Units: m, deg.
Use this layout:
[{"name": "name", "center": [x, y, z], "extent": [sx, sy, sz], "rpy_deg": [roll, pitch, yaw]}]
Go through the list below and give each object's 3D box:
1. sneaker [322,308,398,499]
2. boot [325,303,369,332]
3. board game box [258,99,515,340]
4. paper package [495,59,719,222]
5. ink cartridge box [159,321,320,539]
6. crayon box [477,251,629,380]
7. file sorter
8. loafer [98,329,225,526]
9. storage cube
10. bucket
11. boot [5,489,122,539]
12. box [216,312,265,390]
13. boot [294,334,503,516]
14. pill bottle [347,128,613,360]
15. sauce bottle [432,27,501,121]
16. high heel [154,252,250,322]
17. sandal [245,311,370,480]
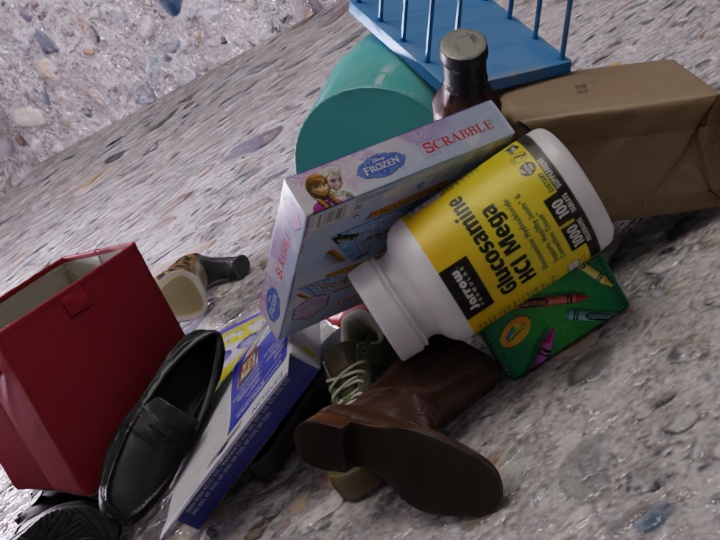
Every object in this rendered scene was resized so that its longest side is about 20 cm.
[{"name": "sneaker", "center": [-0.006, 0.106, 1.254], "extent": [0.067, 0.090, 0.201], "rpy_deg": [-25, 20, 22]}, {"name": "boot", "center": [0.000, 0.000, 1.438], "extent": [0.072, 0.145, 0.200], "rpy_deg": [-43, 18, -25]}, {"name": "board game box", "center": [0.017, -0.040, 1.227], "extent": [0.199, 0.041, 0.200], "rpy_deg": [-22, -25, -23]}, {"name": "paper package", "center": [0.224, -0.120, 1.330], "extent": [0.189, 0.104, 0.200], "rpy_deg": [-9, 16, 3]}, {"name": "ink cartridge box", "center": [-0.104, 0.135, 1.321], "extent": [0.198, 0.047, 0.200], "rpy_deg": [-53, 15, 16]}, {"name": "crayon box", "center": [0.146, 0.013, 1.286], "extent": [0.118, 0.058, 0.200], "rpy_deg": [-33, 18, 1]}, {"name": "file sorter", "center": [0.097, -0.273, 1.393], "extent": [0.138, 0.123, 0.200], "rpy_deg": [-15, 40, -25]}, {"name": "loafer", "center": [-0.183, 0.141, 1.349], "extent": [0.202, 0.068, 0.070], "rpy_deg": [-64, 9, -26]}, {"name": "storage cube", "center": [-0.281, 0.097, 1.437], "extent": [0.200, 0.181, 0.170], "rpy_deg": [-36, 17, -34]}, {"name": "bucket", "center": [0.036, -0.127, 1.455], "extent": [0.206, 0.208, 0.135], "rpy_deg": [-23, 21, 29]}, {"name": "boot", "center": [-0.284, 0.231, 1.476], "extent": [0.164, 0.066, 0.200], "rpy_deg": [-25, 15, 20]}, {"name": "box", "center": [-0.142, 0.118, 1.539], "extent": [0.117, 0.049, 0.200], "rpy_deg": [-26, 21, 23]}, {"name": "boot", "center": [0.073, 0.113, 1.154], "extent": [0.185, 0.065, 0.200], "rpy_deg": [15, 25, 31]}, {"name": "pill bottle", "center": [0.094, -0.017, 1.173], "extent": [0.199, 0.113, 0.112], "rpy_deg": [-34, 17, 1]}, {"name": "sauce bottle", "center": [0.096, -0.125, 1.280], "extent": [0.065, 0.201, 0.066], "rpy_deg": [-2, 50, 3]}, {"name": "high heel", "center": [-0.257, 0.028, 1.920], "extent": [0.142, 0.072, 0.199], "rpy_deg": [-5, 16, 45]}, {"name": "sandal", "center": [-0.037, 0.118, 1.367], "extent": [0.201, 0.043, 0.076], "rpy_deg": [-52, 17, -17]}]
